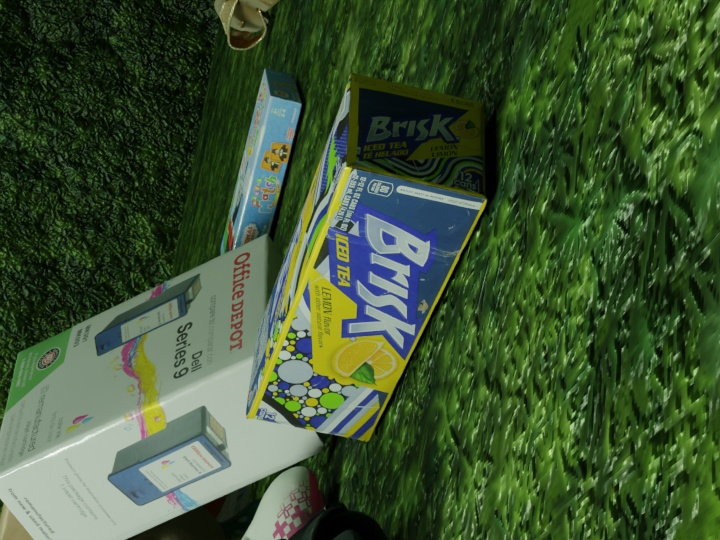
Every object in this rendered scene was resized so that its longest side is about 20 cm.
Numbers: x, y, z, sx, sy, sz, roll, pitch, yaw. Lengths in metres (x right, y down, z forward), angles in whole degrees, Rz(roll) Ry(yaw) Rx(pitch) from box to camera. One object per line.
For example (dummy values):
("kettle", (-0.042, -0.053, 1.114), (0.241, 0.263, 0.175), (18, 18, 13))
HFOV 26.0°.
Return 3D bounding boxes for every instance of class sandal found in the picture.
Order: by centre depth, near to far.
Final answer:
("sandal", (-0.154, -0.324, 2.032), (0.212, 0.077, 0.070), (151, 137, -71))

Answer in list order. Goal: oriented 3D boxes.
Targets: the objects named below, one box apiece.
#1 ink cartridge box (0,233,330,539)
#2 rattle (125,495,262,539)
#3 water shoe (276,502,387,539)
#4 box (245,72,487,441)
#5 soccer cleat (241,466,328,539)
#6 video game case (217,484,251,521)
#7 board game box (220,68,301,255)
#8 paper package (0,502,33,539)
("ink cartridge box", (-0.124, 0.081, 0.999), (0.146, 0.199, 0.088), (-94, -22, -58))
("rattle", (-0.130, 0.226, 1.054), (0.200, 0.130, 0.144), (-100, 24, -69))
("water shoe", (-0.014, 0.152, 0.734), (0.079, 0.071, 0.200), (-50, 6, -6))
("box", (0.000, 0.000, 0.768), (0.200, 0.070, 0.065), (113, 164, -48))
("soccer cleat", (-0.071, 0.203, 0.872), (0.070, 0.086, 0.201), (129, 152, -69))
("video game case", (-0.141, 0.227, 1.192), (0.182, 0.022, 0.201), (-26, -46, -66))
("board game box", (-0.101, -0.089, 1.554), (0.151, 0.036, 0.201), (-108, 33, -72))
("paper package", (-0.259, 0.242, 1.560), (0.104, 0.199, 0.192), (-107, 32, -70))
